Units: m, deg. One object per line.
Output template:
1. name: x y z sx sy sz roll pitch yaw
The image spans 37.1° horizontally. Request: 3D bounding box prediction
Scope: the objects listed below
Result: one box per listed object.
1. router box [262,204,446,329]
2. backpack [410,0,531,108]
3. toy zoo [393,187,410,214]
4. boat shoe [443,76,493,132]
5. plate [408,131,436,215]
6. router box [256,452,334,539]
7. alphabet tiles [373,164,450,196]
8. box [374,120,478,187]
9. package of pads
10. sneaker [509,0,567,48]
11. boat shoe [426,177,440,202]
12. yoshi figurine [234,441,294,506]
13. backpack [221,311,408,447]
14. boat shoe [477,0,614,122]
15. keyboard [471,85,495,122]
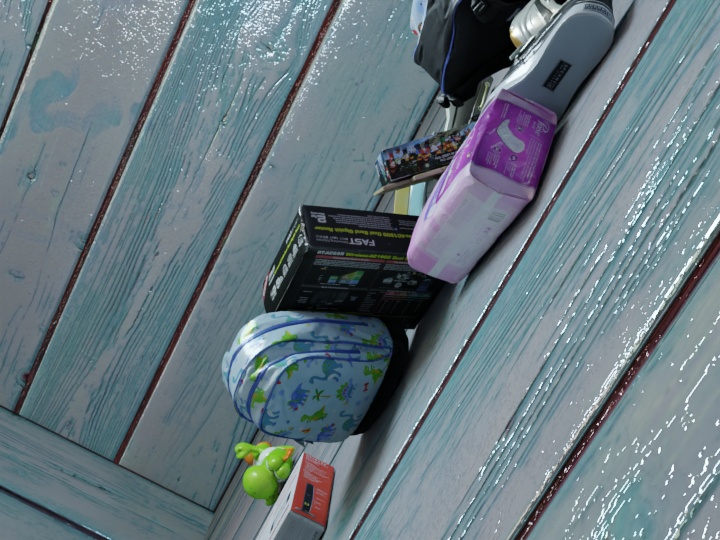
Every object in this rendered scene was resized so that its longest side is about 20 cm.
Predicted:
1. router box: 0.000 0.000 1.257 0.150 0.199 0.062 122 144 -46
2. backpack: 0.163 -0.333 1.363 0.190 0.154 0.200 -19 -28 -21
3. toy zoo: 0.065 -0.085 1.530 0.200 0.020 0.132 -63 -22 -71
4. boat shoe: 0.145 -0.184 1.527 0.072 0.060 0.203 -74 -7 -80
5. plate: 0.085 -0.094 1.493 0.200 0.025 0.201 5 -90 -83
6. router box: -0.102 0.352 1.343 0.201 0.049 0.180 -62 4 13
7. alphabet tiles: 0.099 -0.118 1.285 0.200 0.166 0.006 -167 60 -86
8. box: 0.090 -0.139 1.297 0.200 0.136 0.038 -127 20 -88
9. package of pads: 0.121 -0.080 1.101 0.200 0.075 0.121 123 170 -60
10. sneaker: 0.246 -0.322 1.244 0.088 0.076 0.200 -26 31 48
11. boat shoe: 0.111 -0.077 1.325 0.200 0.072 0.069 -160 77 -80
12. yoshi figurine: -0.180 0.368 1.954 0.200 0.112 0.113 144 138 -76
13. backpack: -0.059 0.121 1.237 0.164 0.199 0.154 -60 23 25
14. boat shoe: 0.185 -0.204 1.079 0.200 0.073 0.068 121 170 -47
15. keyboard: 0.183 -0.183 1.397 0.200 0.039 0.105 126 147 -62
